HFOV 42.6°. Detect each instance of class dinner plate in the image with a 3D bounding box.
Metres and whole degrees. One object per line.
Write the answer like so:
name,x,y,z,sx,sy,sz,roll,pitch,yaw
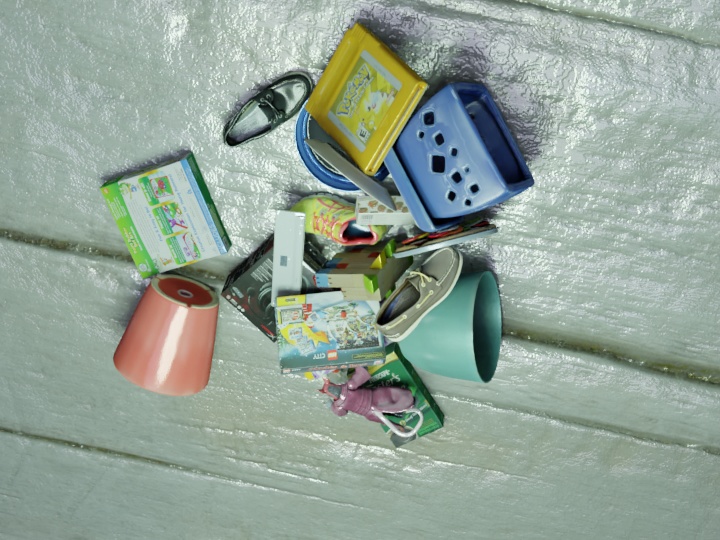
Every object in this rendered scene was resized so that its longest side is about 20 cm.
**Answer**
dinner plate,-0.012,-0.169,1.563,0.198,0.200,0.024,36,98,-8

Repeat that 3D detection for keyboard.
keyboard,-0.134,-0.018,1.706,0.055,0.011,0.204,9,119,6

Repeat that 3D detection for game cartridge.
game cartridge,0.003,-0.287,1.526,0.200,0.032,0.178,48,116,33

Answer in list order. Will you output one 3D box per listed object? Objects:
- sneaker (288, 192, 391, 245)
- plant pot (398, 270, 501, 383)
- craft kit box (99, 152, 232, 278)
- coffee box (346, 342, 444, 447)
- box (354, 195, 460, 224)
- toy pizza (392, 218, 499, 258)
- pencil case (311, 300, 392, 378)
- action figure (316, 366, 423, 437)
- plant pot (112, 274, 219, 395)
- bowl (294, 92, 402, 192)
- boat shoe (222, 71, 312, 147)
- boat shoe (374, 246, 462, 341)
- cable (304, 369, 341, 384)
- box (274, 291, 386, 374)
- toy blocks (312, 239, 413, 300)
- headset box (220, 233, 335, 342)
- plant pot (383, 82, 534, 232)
sneaker,-0.044,-0.088,1.704,0.195,0.091,0.080,5,119,10
plant pot,0.161,0.103,1.710,0.158,0.201,0.205,0,116,24
craft kit box,-0.374,-0.103,1.781,0.194,0.049,0.203,-16,112,13
coffee box,0.071,0.255,1.874,0.121,0.044,0.202,-26,109,20
box,0.088,-0.109,1.667,0.195,0.039,0.042,-1,152,-6
toy pizza,0.148,-0.060,1.633,0.196,0.200,0.032,-14,92,15
pencil case,-0.020,0.130,1.763,0.197,0.084,0.087,-25,78,-15
action figure,0.004,0.259,1.780,0.196,0.150,0.136,17,114,-23
plant pot,-0.368,0.119,1.812,0.197,0.201,0.180,21,108,-1
bowl,-0.020,-0.243,1.656,0.196,0.040,0.205,4,115,8
boat shoe,-0.171,-0.281,1.647,0.197,0.066,0.075,-25,109,20
boat shoe,0.102,0.035,1.623,0.201,0.072,0.059,-49,144,4
cable,-0.082,0.155,1.813,0.095,0.051,0.201,-14,142,5
box,-0.057,0.112,1.704,0.195,0.140,0.038,-5,161,-6
toy blocks,0.000,0.000,1.698,0.134,0.200,0.102,0,113,25
headset box,-0.147,0.019,1.776,0.199,0.078,0.149,-38,110,24
plant pot,0.156,-0.182,1.549,0.178,0.199,0.203,-30,87,27
